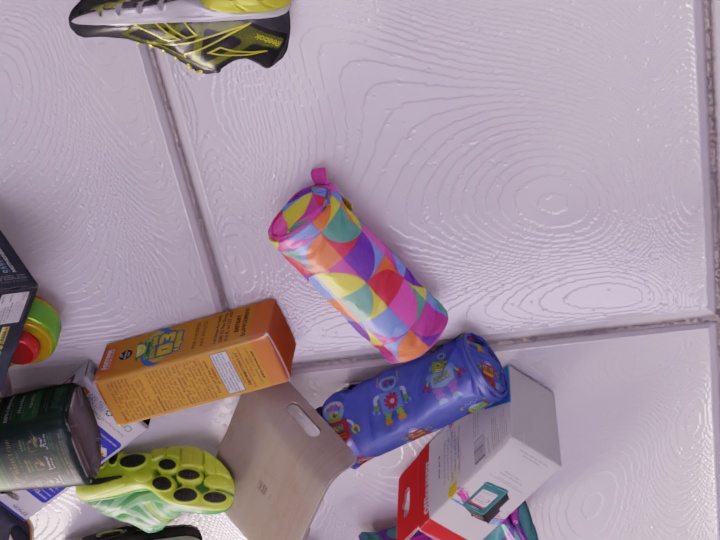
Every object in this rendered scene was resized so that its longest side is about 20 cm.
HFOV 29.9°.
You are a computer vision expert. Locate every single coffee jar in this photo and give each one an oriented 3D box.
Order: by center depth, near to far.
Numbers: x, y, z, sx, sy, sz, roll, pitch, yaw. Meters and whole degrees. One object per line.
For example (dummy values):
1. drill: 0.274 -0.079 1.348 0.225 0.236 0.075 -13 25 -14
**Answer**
1. coffee jar: -0.377 0.181 1.396 0.198 0.086 0.105 -8 125 6

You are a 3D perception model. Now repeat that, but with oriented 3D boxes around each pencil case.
1. pencil case: 0.000 0.000 1.300 0.088 0.089 0.200 -30 117 22
2. pencil case: 0.052 0.131 1.387 0.199 0.087 0.078 -27 154 21
3. pencil case: 0.097 0.305 1.497 0.199 0.086 0.092 -22 147 16

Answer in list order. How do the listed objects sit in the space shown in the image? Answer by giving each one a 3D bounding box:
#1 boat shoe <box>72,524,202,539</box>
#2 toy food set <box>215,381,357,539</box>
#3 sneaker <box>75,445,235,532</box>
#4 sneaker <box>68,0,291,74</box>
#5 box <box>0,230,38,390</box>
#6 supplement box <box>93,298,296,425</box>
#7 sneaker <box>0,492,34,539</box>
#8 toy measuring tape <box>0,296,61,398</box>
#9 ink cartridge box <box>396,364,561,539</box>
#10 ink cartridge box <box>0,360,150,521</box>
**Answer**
1. boat shoe: -0.269 0.322 1.546 0.200 0.061 0.072 -19 133 16
2. toy food set: -0.083 0.220 1.432 0.144 0.060 0.201 45 130 27
3. sneaker: -0.217 0.241 1.478 0.199 0.074 0.084 -2 137 29
4. sneaker: -0.155 -0.208 1.173 0.198 0.075 0.085 -2 125 5
5. box: -0.395 0.038 1.314 0.051 0.158 0.201 -8 138 -44
6. supplement box: -0.170 0.095 1.384 0.199 0.067 0.069 -18 121 14
7. sneaker: -0.427 0.282 1.528 0.078 0.079 0.201 -8 100 37
8. toy measuring tape: -0.343 0.088 1.395 0.073 0.074 0.201 6 134 0
9. ink cartridge box: 0.120 0.211 1.412 0.067 0.117 0.200 31 121 -17
10. ink cartridge box: -0.331 0.188 1.468 0.200 0.037 0.095 -38 115 17
